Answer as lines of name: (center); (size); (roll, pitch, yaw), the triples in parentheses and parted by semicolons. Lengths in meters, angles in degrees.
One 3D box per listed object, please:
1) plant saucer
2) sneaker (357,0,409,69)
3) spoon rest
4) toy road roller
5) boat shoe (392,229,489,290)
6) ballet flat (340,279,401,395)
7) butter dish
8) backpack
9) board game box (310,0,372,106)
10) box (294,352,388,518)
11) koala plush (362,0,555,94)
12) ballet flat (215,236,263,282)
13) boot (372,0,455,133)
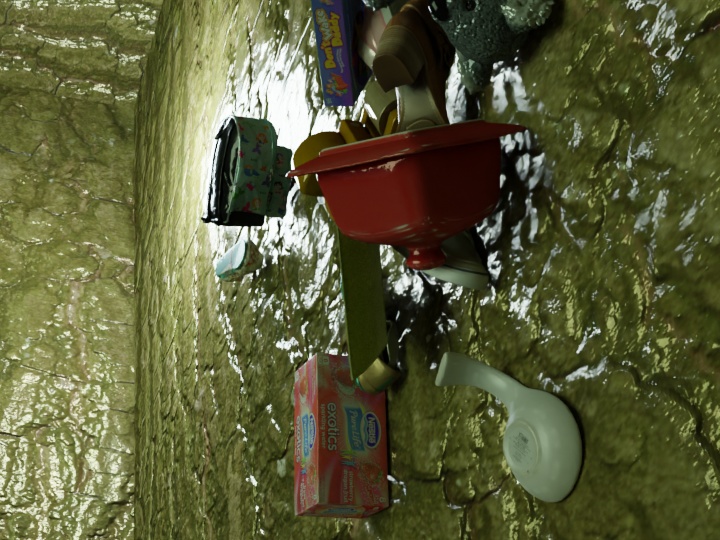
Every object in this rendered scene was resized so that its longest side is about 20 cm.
plant saucer: (0.000, 0.000, 1.274); (0.200, 0.048, 0.200); (-98, 3, -68)
sneaker: (0.028, -0.354, 1.475); (0.105, 0.075, 0.200); (-53, 40, 45)
spoon rest: (0.152, 0.144, 1.038); (0.200, 0.061, 0.099); (44, 127, 49)
toy road roller: (-0.006, -0.159, 1.405); (0.123, 0.146, 0.200); (-117, 39, -55)
boat shoe: (0.095, -0.034, 1.214); (0.200, 0.071, 0.070); (-136, 62, -67)
ballet flat: (0.021, 0.069, 1.407); (0.063, 0.069, 0.200); (-31, 52, 30)
butter dish: (0.059, -0.073, 1.127); (0.199, 0.200, 0.148); (-7, 97, 44)
backpack: (-0.207, -0.183, 1.943); (0.178, 0.150, 0.200); (-165, 75, -67)
board game box: (-0.024, -0.349, 1.481); (0.135, 0.045, 0.200); (-66, -25, -54)
box: (-0.026, 0.220, 1.404); (0.095, 0.102, 0.200); (135, 138, -58)
koala plush: (0.122, -0.309, 1.147); (0.177, 0.184, 0.200); (-47, 62, 48)
ballet flat: (-0.225, -0.020, 2.063); (0.200, 0.064, 0.076); (160, 119, -65)
boot: (0.082, -0.222, 1.276); (0.077, 0.200, 0.155); (-11, 36, 33)
